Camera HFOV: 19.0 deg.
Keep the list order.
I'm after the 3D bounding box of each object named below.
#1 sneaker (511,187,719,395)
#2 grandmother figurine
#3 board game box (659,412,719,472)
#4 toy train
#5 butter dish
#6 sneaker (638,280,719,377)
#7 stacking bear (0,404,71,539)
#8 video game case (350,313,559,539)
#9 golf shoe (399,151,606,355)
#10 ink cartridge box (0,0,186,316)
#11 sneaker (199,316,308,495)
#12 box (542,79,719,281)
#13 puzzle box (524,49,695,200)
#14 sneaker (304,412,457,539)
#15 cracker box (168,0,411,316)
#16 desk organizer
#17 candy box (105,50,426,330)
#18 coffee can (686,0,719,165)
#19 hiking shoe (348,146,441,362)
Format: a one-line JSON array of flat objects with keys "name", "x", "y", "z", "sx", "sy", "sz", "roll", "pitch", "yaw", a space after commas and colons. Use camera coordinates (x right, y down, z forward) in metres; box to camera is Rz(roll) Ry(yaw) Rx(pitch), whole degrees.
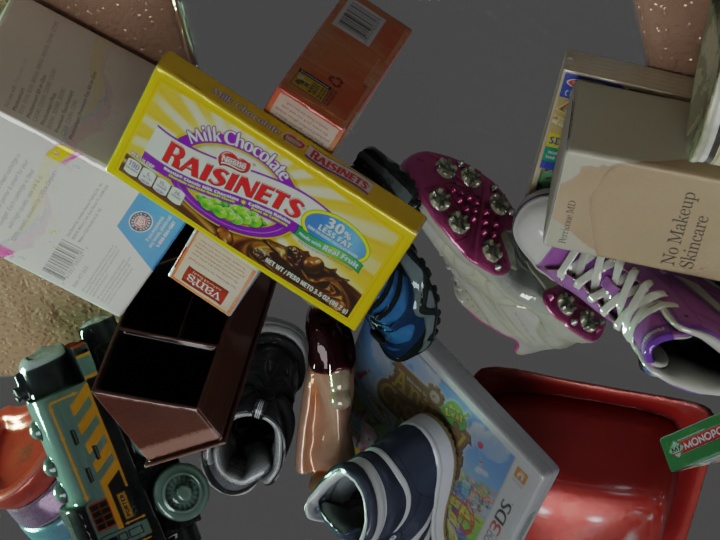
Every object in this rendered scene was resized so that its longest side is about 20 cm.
[{"name": "sneaker", "x": 0.187, "y": 0.015, "z": 1.475, "sx": 0.200, "sy": 0.114, "sz": 0.073, "roll": 31, "pitch": 111, "yaw": 6}, {"name": "grandmother figurine", "x": -0.024, "y": 0.069, "z": 1.633, "sx": 0.060, "sy": 0.121, "sz": 0.202, "roll": -8, "pitch": 111, "yaw": -15}, {"name": "board game box", "x": 0.334, "y": 0.096, "z": 1.577, "sx": 0.199, "sy": 0.029, "sz": 0.134, "roll": -28, "pitch": 167, "yaw": 31}, {"name": "toy train", "x": -0.197, "y": 0.140, "z": 1.695, "sx": 0.201, "sy": 0.113, "sz": 0.085, "roll": 69, "pitch": 161, "yaw": -6}, {"name": "butter dish", "x": 0.166, "y": 0.196, "z": 1.682, "sx": 0.198, "sy": 0.148, "sz": 0.201, "roll": 11, "pitch": 134, "yaw": 4}, {"name": "sneaker", "x": 0.298, "y": 0.049, "z": 1.566, "sx": 0.199, "sy": 0.079, "sz": 0.089, "roll": -16, "pitch": 125, "yaw": 25}, {"name": "stacking bear", "x": -0.217, "y": 0.200, "z": 1.802, "sx": 0.121, "sy": 0.114, "sz": 0.200, "roll": -26, "pitch": 127, "yaw": 31}, {"name": "video game case", "x": 0.055, "y": 0.143, "z": 1.662, "sx": 0.200, "sy": 0.022, "sz": 0.183, "roll": 47, "pitch": 139, "yaw": 25}, {"name": "golf shoe", "x": 0.088, "y": -0.004, "z": 1.568, "sx": 0.200, "sy": 0.076, "sz": 0.091, "roll": 42, "pitch": 138, "yaw": -19}, {"name": "ink cartridge box", "x": -0.218, "y": -0.088, "z": 1.517, "sx": 0.199, "sy": 0.126, "sz": 0.129, "roll": 28, "pitch": 132, "yaw": -14}, {"name": "sneaker", "x": -0.096, "y": 0.137, "z": 1.707, "sx": 0.075, "sy": 0.114, "sz": 0.201, "roll": 17, "pitch": 134, "yaw": -4}, {"name": "box", "x": 0.230, "y": -0.054, "z": 1.450, "sx": 0.198, "sy": 0.078, "sz": 0.095, "roll": 10, "pitch": 134, "yaw": 2}, {"name": "puzzle box", "x": 0.224, "y": -0.076, "z": 1.502, "sx": 0.198, "sy": 0.026, "sz": 0.134, "roll": 13, "pitch": 133, "yaw": 1}, {"name": "sneaker", "x": 0.014, "y": 0.211, "z": 1.642, "sx": 0.070, "sy": 0.108, "sz": 0.201, "roll": 30, "pitch": 131, "yaw": 37}, {"name": "cracker box", "x": -0.050, "y": -0.080, "z": 1.479, "sx": 0.057, "sy": 0.134, "sz": 0.200, "roll": 32, "pitch": 131, "yaw": -1}, {"name": "desk organizer", "x": -0.124, "y": 0.039, "z": 1.565, "sx": 0.071, "sy": 0.201, "sz": 0.077, "roll": -18, "pitch": 125, "yaw": 27}, {"name": "candy box", "x": -0.064, "y": -0.051, "z": 1.400, "sx": 0.199, "sy": 0.026, "sz": 0.102, "roll": 32, "pitch": 129, "yaw": 0}, {"name": "coffee can", "x": 0.318, "y": -0.121, "z": 1.356, "sx": 0.198, "sy": 0.147, "sz": 0.147, "roll": 11, "pitch": 134, "yaw": 2}, {"name": "hiking shoe", "x": 0.000, "y": 0.000, "z": 1.540, "sx": 0.086, "sy": 0.074, "sz": 0.201, "roll": -34, "pitch": 139, "yaw": -18}]
